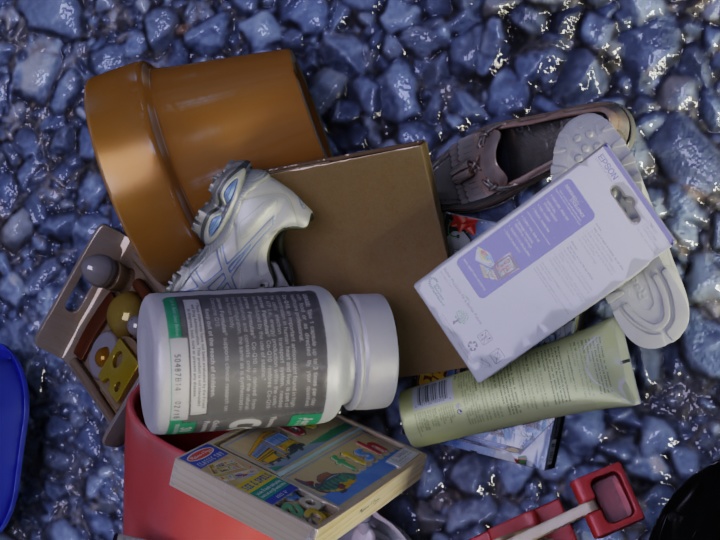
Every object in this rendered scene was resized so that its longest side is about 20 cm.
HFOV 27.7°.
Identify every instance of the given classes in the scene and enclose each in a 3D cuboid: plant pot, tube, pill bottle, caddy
[{"bbox_3d":[-0.125,0.210,1.292,0.199,0.200,0.179,23,110,23],"label":"plant pot"},{"bbox_3d":[0.131,0.101,1.223,0.198,0.052,0.058,-18,109,16],"label":"tube"},{"bbox_3d":[-0.076,0.070,1.183,0.198,0.113,0.114,-3,83,-15],"label":"pill bottle"},{"bbox_3d":[-0.126,-0.111,1.323,0.182,0.200,0.202,-20,78,5],"label":"plant pot"},{"bbox_3d":[-0.390,0.171,1.451,0.141,0.104,0.202,7,89,45],"label":"caddy"}]

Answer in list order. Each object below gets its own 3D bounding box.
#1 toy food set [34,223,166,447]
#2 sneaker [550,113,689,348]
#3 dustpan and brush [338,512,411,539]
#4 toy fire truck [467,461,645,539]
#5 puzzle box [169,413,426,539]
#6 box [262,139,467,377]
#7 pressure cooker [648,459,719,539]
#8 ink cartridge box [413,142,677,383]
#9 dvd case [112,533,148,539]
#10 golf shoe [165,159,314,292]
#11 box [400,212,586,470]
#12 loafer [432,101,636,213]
[{"bbox_3d":[-0.238,0.058,1.381,0.144,0.060,0.200,-58,39,8],"label":"toy food set"},{"bbox_3d":[0.215,-0.032,1.207,0.076,0.080,0.202,-20,87,21],"label":"sneaker"},{"bbox_3d":[0.004,0.239,1.299,0.138,0.057,0.202,3,87,23],"label":"dustpan and brush"},{"bbox_3d":[0.131,0.224,1.198,0.199,0.141,0.049,-24,75,1],"label":"toy fire truck"},{"bbox_3d":[-0.045,0.160,1.176,0.132,0.200,0.026,22,109,21],"label":"puzzle box"},{"bbox_3d":[0.000,0.000,1.247,0.162,0.021,0.202,-9,107,16],"label":"box"},{"bbox_3d":[0.325,0.248,1.097,0.175,0.200,0.180,-4,62,42],"label":"pressure cooker"},{"bbox_3d":[0.149,-0.005,1.171,0.199,0.039,0.100,-36,82,20],"label":"ink cartridge box"},{"bbox_3d":[-0.126,0.301,1.233,0.198,0.018,0.144,14,117,-9],"label":"dvd case"},{"bbox_3d":[-0.109,0.010,1.229,0.097,0.078,0.201,26,116,-1],"label":"golf shoe"},{"bbox_3d":[0.121,0.060,1.275,0.136,0.040,0.202,12,91,22],"label":"box"},{"bbox_3d":[0.138,-0.104,1.268,0.199,0.063,0.073,-18,80,21],"label":"loafer"}]
